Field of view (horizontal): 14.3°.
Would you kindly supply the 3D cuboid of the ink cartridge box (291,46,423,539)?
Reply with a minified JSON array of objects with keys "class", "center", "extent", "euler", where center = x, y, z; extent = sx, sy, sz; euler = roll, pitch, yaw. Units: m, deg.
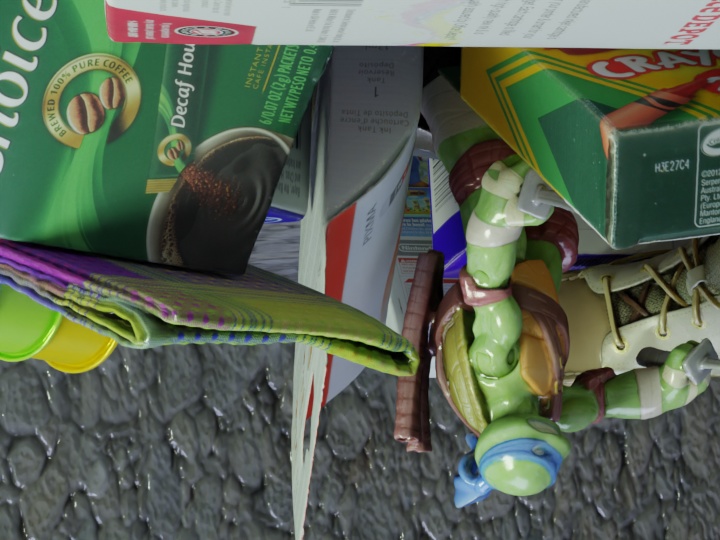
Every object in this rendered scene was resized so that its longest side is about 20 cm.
[{"class":"ink cartridge box","center":[0.000,0.000,1.247],"extent":[0.050,0.200,0.162],"euler":[2,145,-5]}]

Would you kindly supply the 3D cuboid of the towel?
[{"class":"towel","center":[-0.089,0.003,1.081],"extent":[0.200,0.023,0.143],"euler":[19,-172,42]}]

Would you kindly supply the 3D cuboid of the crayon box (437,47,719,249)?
[{"class":"crayon box","center":[0.119,-0.075,1.146],"extent":[0.127,0.051,0.200],"euler":[-8,-156,-17]}]

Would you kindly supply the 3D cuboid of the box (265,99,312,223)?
[{"class":"box","center":[-0.144,-0.074,1.213],"extent":[0.199,0.105,0.184],"euler":[-1,175,19]}]

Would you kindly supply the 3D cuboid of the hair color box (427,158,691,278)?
[{"class":"hair color box","center":[0.135,-0.053,1.458],"extent":[0.199,0.110,0.065],"euler":[1,166,-14]}]

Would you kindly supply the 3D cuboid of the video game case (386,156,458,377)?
[{"class":"video game case","center":[0.070,-0.024,1.496],"extent":[0.143,0.200,0.018],"euler":[0,137,-16]}]

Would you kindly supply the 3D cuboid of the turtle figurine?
[{"class":"turtle figurine","center":[0.100,-0.006,1.234],"extent":[0.144,0.194,0.200],"euler":[13,134,-25]}]

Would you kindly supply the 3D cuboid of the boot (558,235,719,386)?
[{"class":"boot","center":[0.153,0.008,1.357],"extent":[0.199,0.072,0.155],"euler":[-6,162,-16]}]

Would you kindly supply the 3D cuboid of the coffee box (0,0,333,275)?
[{"class":"coffee box","center":[-0.114,-0.070,1.016],"extent":[0.200,0.123,0.044],"euler":[11,-158,-31]}]

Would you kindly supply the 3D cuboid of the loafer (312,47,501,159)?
[{"class":"loafer","center":[0.064,-0.080,1.355],"extent":[0.199,0.075,0.070],"euler":[0,180,-11]}]

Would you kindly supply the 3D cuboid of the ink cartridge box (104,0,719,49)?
[{"class":"ink cartridge box","center":[0.025,-0.114,0.822],"extent":[0.199,0.086,0.148],"euler":[-1,175,-6]}]

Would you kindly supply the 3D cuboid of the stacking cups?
[{"class":"stacking cups","center":[-0.187,0.006,1.209],"extent":[0.060,0.061,0.200],"euler":[-4,172,39]}]
